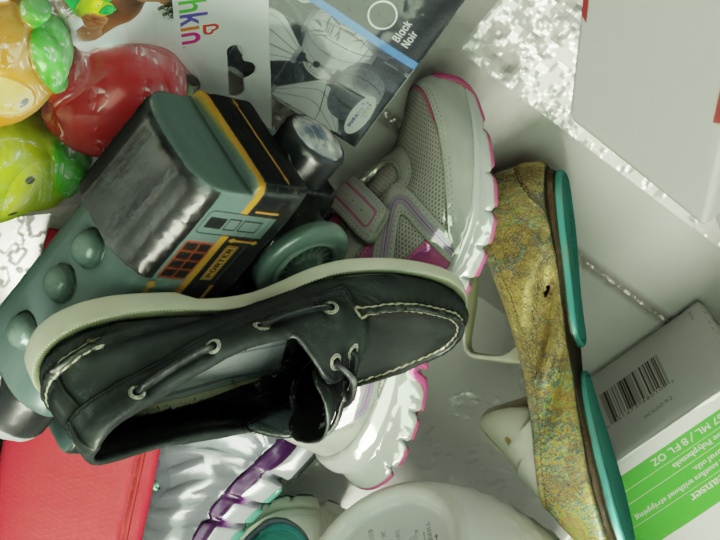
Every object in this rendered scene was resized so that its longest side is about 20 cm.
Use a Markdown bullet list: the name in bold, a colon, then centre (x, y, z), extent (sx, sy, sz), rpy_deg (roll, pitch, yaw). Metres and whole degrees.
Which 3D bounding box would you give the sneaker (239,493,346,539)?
- **sneaker**: centre (-0.067, 0.203, 0.956), extent (0.077, 0.080, 0.200), rpy_deg (19, 127, -17)

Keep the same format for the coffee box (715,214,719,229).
- **coffee box**: centre (0.247, -0.003, 0.844), extent (0.114, 0.080, 0.201), rpy_deg (-29, 106, -17)

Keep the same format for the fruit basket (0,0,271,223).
- **fruit basket**: centre (-0.135, -0.070, 0.776), extent (0.199, 0.094, 0.186), rpy_deg (-5, 149, -6)

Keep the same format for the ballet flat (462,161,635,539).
- **ballet flat**: centre (0.084, 0.049, 0.861), extent (0.070, 0.071, 0.201), rpy_deg (-9, 79, -1)

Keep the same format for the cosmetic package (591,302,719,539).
- **cosmetic package**: centre (0.200, 0.129, 0.948), extent (0.107, 0.085, 0.200), rpy_deg (-37, 114, 12)

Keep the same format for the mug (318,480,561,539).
- **mug**: centre (0.052, 0.206, 0.846), extent (0.147, 0.201, 0.175), rpy_deg (-20, 130, 26)

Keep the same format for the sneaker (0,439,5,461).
- **sneaker**: centre (-0.199, 0.073, 0.886), extent (0.079, 0.074, 0.201), rpy_deg (-27, 117, 3)

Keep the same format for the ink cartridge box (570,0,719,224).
- **ink cartridge box**: centre (0.188, -0.136, 0.731), extent (0.200, 0.084, 0.145), rpy_deg (-37, 152, -21)

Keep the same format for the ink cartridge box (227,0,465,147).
- **ink cartridge box**: centre (-0.055, -0.147, 0.801), extent (0.199, 0.039, 0.100), rpy_deg (30, 112, -19)

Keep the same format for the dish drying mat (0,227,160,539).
- **dish drying mat**: centre (-0.136, 0.085, 0.875), extent (0.076, 0.018, 0.201), rpy_deg (12, 89, -5)

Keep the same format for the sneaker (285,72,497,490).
- **sneaker**: centre (0.000, 0.000, 0.840), extent (0.088, 0.081, 0.201), rpy_deg (17, 94, -18)

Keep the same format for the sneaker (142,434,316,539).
- **sneaker**: centre (-0.097, 0.109, 0.924), extent (0.087, 0.074, 0.200), rpy_deg (38, 98, -12)

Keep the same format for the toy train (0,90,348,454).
- **toy train**: centre (-0.093, 0.004, 0.786), extent (0.200, 0.085, 0.114), rpy_deg (-46, 149, 25)

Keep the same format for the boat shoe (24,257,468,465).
- **boat shoe**: centre (-0.036, 0.043, 0.748), extent (0.198, 0.066, 0.075), rpy_deg (-3, 138, -29)
